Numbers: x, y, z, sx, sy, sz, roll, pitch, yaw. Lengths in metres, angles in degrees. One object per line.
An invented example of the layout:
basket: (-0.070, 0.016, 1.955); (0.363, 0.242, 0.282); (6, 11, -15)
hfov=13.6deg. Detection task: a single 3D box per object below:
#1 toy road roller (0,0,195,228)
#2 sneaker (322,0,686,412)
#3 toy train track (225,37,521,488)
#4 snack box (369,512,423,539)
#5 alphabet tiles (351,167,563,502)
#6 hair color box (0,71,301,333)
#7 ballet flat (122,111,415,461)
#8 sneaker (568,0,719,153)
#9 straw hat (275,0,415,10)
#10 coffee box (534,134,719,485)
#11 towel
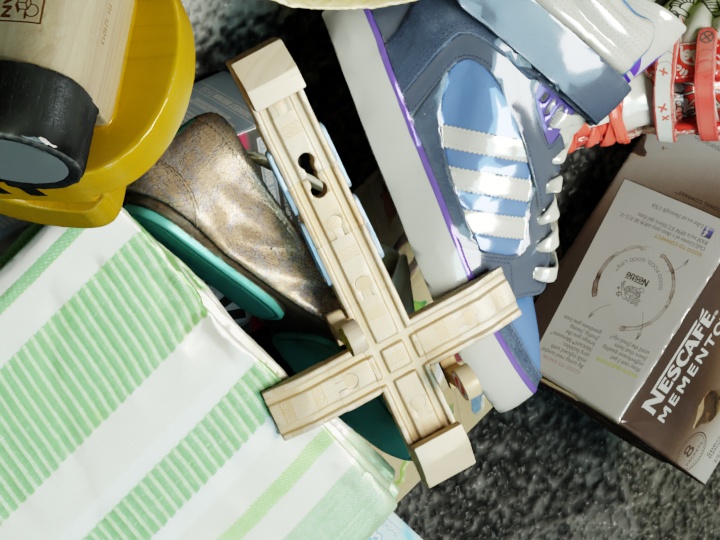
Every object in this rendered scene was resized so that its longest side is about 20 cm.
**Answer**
toy road roller: (-0.162, -0.079, 1.160); (0.146, 0.199, 0.123); (57, 39, -65)
sneaker: (0.083, -0.053, 1.295); (0.146, 0.081, 0.201); (-22, 100, 1)
toy train track: (0.000, 0.000, 1.230); (0.114, 0.033, 0.201); (-28, 106, -10)
snack box: (-0.058, 0.118, 1.328); (0.116, 0.037, 0.200); (-48, 128, -4)
alphabet tiles: (0.035, 0.011, 1.411); (0.200, 0.006, 0.167); (-42, 134, -38)
hair color box: (-0.119, 0.000, 1.296); (0.200, 0.061, 0.099); (-25, 124, -26)
ballet flat: (-0.018, 0.004, 1.285); (0.200, 0.068, 0.067); (45, 69, -35)
sneaker: (0.107, -0.083, 1.371); (0.201, 0.108, 0.067); (-33, 128, -39)
straw hat: (-0.017, -0.204, 1.194); (0.200, 0.085, 0.202); (-8, 111, -21)
coffee box: (0.172, -0.009, 1.487); (0.200, 0.080, 0.113); (-57, 145, -2)
towel: (-0.096, 0.079, 1.248); (0.153, 0.023, 0.200); (-45, 110, -4)
